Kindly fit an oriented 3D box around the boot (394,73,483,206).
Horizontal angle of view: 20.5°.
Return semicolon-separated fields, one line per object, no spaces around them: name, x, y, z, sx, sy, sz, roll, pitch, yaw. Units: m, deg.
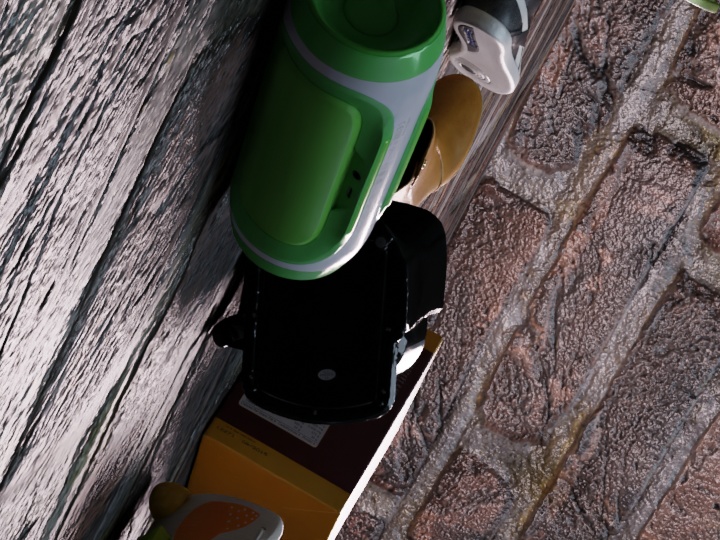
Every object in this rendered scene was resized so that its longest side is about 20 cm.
boot;0.053;-0.108;1.694;0.201;0.071;0.144;-54;176;-17

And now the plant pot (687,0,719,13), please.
plant pot;0.265;-0.349;1.686;0.185;0.200;0.200;-59;176;15

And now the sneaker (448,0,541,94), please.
sneaker;0.138;-0.237;1.831;0.112;0.073;0.200;-59;174;-7

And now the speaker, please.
speaker;-0.015;-0.079;1.054;0.089;0.088;0.200;-57;174;-36

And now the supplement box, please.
supplement box;-0.047;0.143;1.757;0.200;0.133;0.197;-57;174;-32

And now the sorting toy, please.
sorting toy;-0.169;0.265;1.461;0.180;0.107;0.200;-44;164;-50

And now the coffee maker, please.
coffee maker;0.000;0.000;1.401;0.193;0.134;0.200;-62;176;12
